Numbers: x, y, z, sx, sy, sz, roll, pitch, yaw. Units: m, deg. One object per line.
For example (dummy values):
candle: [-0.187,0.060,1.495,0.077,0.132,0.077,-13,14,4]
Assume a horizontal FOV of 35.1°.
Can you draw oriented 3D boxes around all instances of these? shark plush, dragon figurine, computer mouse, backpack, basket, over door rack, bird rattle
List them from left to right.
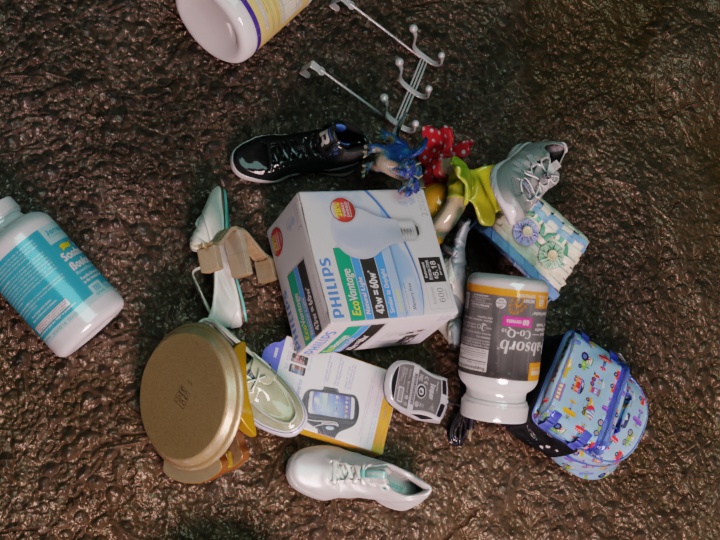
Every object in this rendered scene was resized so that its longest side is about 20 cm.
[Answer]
over door rack: [0.025,-0.319,1.732,0.200,0.067,0.148,28,65,-12]
dragon figurine: [0.064,-0.163,1.622,0.099,0.059,0.200,14,29,15]
computer mouse: [0.093,0.175,1.600,0.200,0.044,0.110,26,70,-39]
bird rattle: [0.116,-0.123,1.668,0.112,0.200,0.163,26,102,-37]
shark plush: [0.135,0.019,1.639,0.083,0.091,0.201,-14,107,-31]
basket: [0.223,-0.016,1.692,0.176,0.139,0.200,39,98,-6]
backpack: [0.335,0.205,1.665,0.200,0.134,0.183,35,65,-12]

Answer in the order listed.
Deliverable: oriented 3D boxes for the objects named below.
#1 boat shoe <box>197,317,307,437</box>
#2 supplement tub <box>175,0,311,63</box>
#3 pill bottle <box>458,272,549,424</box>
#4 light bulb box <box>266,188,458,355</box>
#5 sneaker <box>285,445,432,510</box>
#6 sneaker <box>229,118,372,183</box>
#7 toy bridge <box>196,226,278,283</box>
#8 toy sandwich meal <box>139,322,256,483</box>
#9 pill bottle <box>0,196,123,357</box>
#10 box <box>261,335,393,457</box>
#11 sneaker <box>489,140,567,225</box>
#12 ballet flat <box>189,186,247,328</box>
boat shoe: [-0.151,0.142,1.494,0.200,0.062,0.072,41,73,8]
supplement tub: [-0.154,-0.413,1.644,0.145,0.145,0.200,45,63,-4]
pill bottle: [0.197,0.107,1.587,0.116,0.116,0.201,5,93,-21]
light bulb box: [0.000,0.000,1.574,0.199,0.125,0.199,-4,68,-28]
sneaker: [0.002,0.276,1.532,0.199,0.088,0.076,13,71,-18]
sneaker: [-0.080,-0.179,1.621,0.199,0.112,0.073,-6,76,-24]
toy bridge: [-0.164,-0.024,1.510,0.027,0.200,0.067,-16,80,17]
toy sandwich meal: [-0.201,0.168,1.450,0.070,0.205,0.206,10,68,-51]
pill bottle: [-0.402,0.003,1.436,0.200,0.111,0.111,49,63,-3]
box: [-0.052,0.171,1.570,0.199,0.041,0.119,20,68,-13]
sneaker: [0.238,-0.136,1.592,0.075,0.082,0.200,59,33,-22]
ballet flat: [-0.201,-0.017,1.556,0.069,0.069,0.201,-6,78,-23]
